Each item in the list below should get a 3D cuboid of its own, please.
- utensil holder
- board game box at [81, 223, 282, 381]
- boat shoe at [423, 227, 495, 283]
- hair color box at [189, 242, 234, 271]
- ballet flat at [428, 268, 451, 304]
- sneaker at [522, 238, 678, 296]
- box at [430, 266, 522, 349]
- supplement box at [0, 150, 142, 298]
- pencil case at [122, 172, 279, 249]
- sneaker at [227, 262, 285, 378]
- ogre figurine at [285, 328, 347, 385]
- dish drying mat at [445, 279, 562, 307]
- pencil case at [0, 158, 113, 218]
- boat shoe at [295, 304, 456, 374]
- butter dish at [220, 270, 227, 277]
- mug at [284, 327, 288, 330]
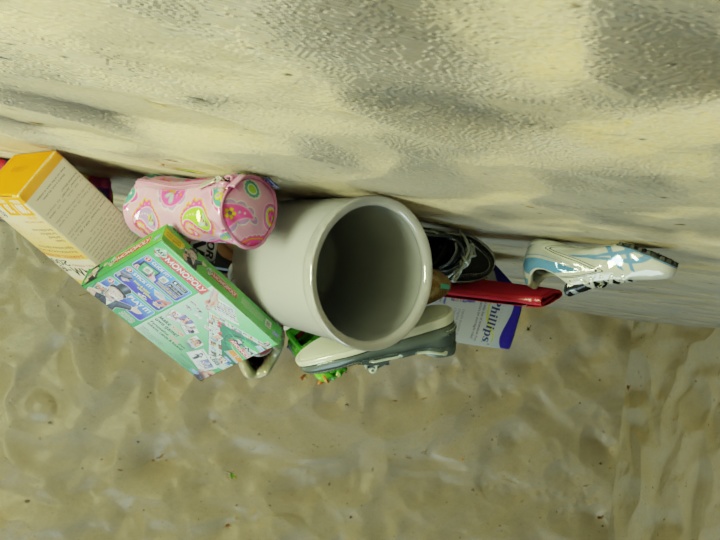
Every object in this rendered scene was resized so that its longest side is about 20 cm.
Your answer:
[{"bbox_3d":[-0.039,-0.005,0.979,0.169,0.172,0.199,10,179,-35],"label":"utensil holder"},{"bbox_3d":[-0.206,0.045,0.967,0.134,0.029,0.200,-26,126,26],"label":"board game box"},{"bbox_3d":[0.117,-0.022,1.096,0.198,0.074,0.068,22,-176,-36],"label":"boat shoe"},{"bbox_3d":[-0.178,-0.049,1.119,0.199,0.100,0.060,10,175,-30],"label":"hair color box"},{"bbox_3d":[0.041,0.010,1.070,0.072,0.069,0.199,3,-178,-40],"label":"ballet flat"},{"bbox_3d":[0.300,0.000,1.040,0.199,0.073,0.072,4,174,39],"label":"sneaker"},{"bbox_3d":[0.161,0.045,1.461,0.198,0.106,0.184,9,-161,-14],"label":"box"},{"bbox_3d":[-0.341,-0.048,0.994,0.125,0.074,0.200,4,145,47],"label":"supplement box"},{"bbox_3d":[-0.182,-0.071,0.928,0.199,0.088,0.087,4,176,43],"label":"pencil case"},{"bbox_3d":[-0.134,0.066,1.101,0.081,0.201,0.089,-6,-141,-8],"label":"sneaker"},{"bbox_3d":[-0.033,0.086,1.112,0.119,0.099,0.200,-31,-146,-14],"label":"ogre figurine"},{"bbox_3d":[0.172,0.028,1.142,0.199,0.018,0.077,5,-165,36],"label":"dish drying mat"},{"bbox_3d":[-0.427,-0.096,1.076,0.198,0.089,0.088,8,177,-18],"label":"pencil case"},{"bbox_3d":[0.022,0.098,0.992,0.198,0.062,0.073,-16,-160,-2],"label":"boat shoe"},{"bbox_3d":[-0.237,0.009,1.224,0.198,0.148,0.200,12,-140,-27],"label":"butter dish"},{"bbox_3d":[-0.132,0.009,1.386,0.146,0.177,0.200,7,177,11],"label":"mug"}]
